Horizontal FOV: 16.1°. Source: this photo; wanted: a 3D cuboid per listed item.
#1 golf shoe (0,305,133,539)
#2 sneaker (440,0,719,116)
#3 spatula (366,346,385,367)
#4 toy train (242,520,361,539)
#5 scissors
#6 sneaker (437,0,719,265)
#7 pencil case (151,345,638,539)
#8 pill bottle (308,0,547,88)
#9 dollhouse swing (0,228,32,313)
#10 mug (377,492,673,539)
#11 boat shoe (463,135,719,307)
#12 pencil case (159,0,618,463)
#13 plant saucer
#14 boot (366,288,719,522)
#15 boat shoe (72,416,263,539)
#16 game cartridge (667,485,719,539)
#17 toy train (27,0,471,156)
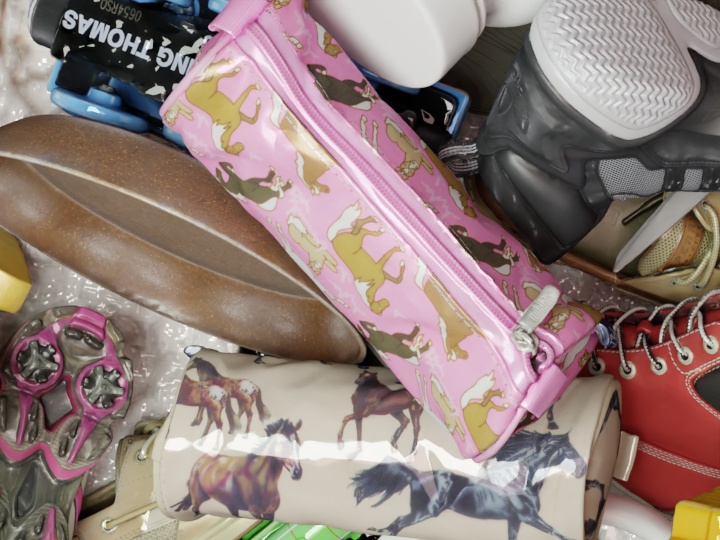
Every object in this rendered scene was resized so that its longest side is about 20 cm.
[{"bbox_3d":[-0.163,0.113,1.153,0.072,0.092,0.201,28,77,-13],"label":"golf shoe"},{"bbox_3d":[0.112,-0.138,1.132,0.199,0.106,0.075,-17,123,34],"label":"sneaker"},{"bbox_3d":[0.000,0.000,1.172,0.056,0.021,0.201,-18,85,8],"label":"spatula"},{"bbox_3d":[-0.054,0.145,1.191,0.200,0.056,0.042,-41,94,10],"label":"toy train"},{"bbox_3d":[0.183,-0.066,1.112,0.073,0.014,0.201,29,69,4],"label":"scissors"},{"bbox_3d":[0.125,-0.054,1.062,0.199,0.076,0.114,12,141,-36],"label":"sneaker"},{"bbox_3d":[0.016,0.076,1.085,0.199,0.089,0.078,4,102,11],"label":"pencil case"},{"bbox_3d":[0.063,-0.169,1.033,0.111,0.111,0.200,44,69,-3],"label":"pill bottle"},{"bbox_3d":[-0.257,0.061,1.133,0.181,0.176,0.201,31,102,-1],"label":"dollhouse swing"},{"bbox_3d":[0.077,0.189,1.142,0.175,0.148,0.200,33,102,-5],"label":"mug"},{"bbox_3d":[0.140,-0.014,1.140,0.199,0.074,0.076,15,101,2],"label":"boat shoe"},{"bbox_3d":[0.008,-0.021,1.001,0.200,0.083,0.087,48,125,4],"label":"pencil case"},{"bbox_3d":[-0.083,-0.016,1.108,0.199,0.200,0.035,24,77,0],"label":"plant saucer"},{"bbox_3d":[0.102,0.025,1.112,0.199,0.073,0.144,31,143,-8],"label":"boot"},{"bbox_3d":[-0.089,0.102,1.181,0.200,0.072,0.065,-35,96,15],"label":"boat shoe"},{"bbox_3d":[0.179,0.173,1.111,0.032,0.200,0.177,11,102,31],"label":"game cartridge"},{"bbox_3d":[-0.047,-0.079,1.113,0.199,0.114,0.087,21,95,10],"label":"toy train"}]
